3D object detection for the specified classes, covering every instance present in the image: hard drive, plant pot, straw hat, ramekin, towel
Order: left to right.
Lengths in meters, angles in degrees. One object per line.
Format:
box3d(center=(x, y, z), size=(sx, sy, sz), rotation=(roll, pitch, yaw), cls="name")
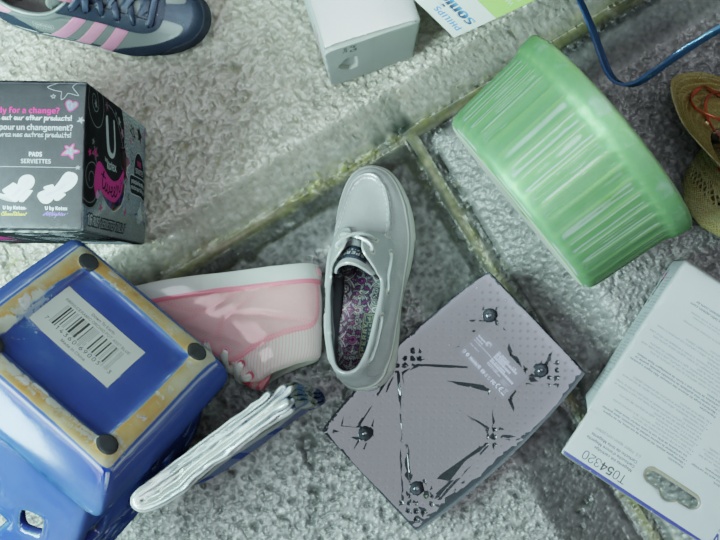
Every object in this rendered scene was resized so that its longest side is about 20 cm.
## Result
box3d(center=(-0.235, 0.105, 0.826), size=(0.200, 0.200, 0.180), rotation=(41, 132, 1), cls="plant pot")
box3d(center=(-0.098, 0.139, 0.852), size=(0.147, 0.200, 0.024), rotation=(-36, 82, 0), cls="towel")
box3d(center=(0.080, 0.113, 0.926), size=(0.200, 0.042, 0.135), rotation=(-44, 87, 0), cls="hard drive")
box3d(center=(0.164, -0.082, 0.857), size=(0.098, 0.200, 0.200), rotation=(-40, 88, 7), cls="ramekin")
box3d(center=(0.323, -0.073, 0.898), size=(0.201, 0.201, 0.085), rotation=(33, 128, 2), cls="straw hat")

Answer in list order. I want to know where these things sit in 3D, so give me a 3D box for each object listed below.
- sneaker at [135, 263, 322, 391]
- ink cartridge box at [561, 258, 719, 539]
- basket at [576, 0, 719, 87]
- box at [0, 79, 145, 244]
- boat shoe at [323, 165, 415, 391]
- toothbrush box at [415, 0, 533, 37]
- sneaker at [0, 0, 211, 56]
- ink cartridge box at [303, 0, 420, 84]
box3d(center=(-0.127, 0.057, 0.916), size=(0.200, 0.075, 0.105), rotation=(-7, 83, -3), cls="sneaker")
box3d(center=(0.305, 0.125, 0.920), size=(0.196, 0.043, 0.200), rotation=(34, 92, 1), cls="ink cartridge box")
box3d(center=(0.245, -0.275, 0.867), size=(0.176, 0.139, 0.200), rotation=(-28, 75, 32), cls="basket")
box3d(center=(-0.257, -0.082, 0.862), size=(0.132, 0.200, 0.115), rotation=(0, 89, 1), cls="box")
box3d(center=(0.000, 0.000, 0.904), size=(0.072, 0.069, 0.200), rotation=(6, 77, 17), cls="boat shoe")
box3d(center=(0.130, -0.288, 0.797), size=(0.200, 0.086, 0.146), rotation=(-18, 54, 38), cls="toothbrush box")
box3d(center=(-0.233, -0.232, 0.925), size=(0.200, 0.082, 0.070), rotation=(6, 88, 2), cls="sneaker")
box3d(center=(-0.019, -0.274, 0.888), size=(0.086, 0.148, 0.200), rotation=(-19, 89, 1), cls="ink cartridge box")
